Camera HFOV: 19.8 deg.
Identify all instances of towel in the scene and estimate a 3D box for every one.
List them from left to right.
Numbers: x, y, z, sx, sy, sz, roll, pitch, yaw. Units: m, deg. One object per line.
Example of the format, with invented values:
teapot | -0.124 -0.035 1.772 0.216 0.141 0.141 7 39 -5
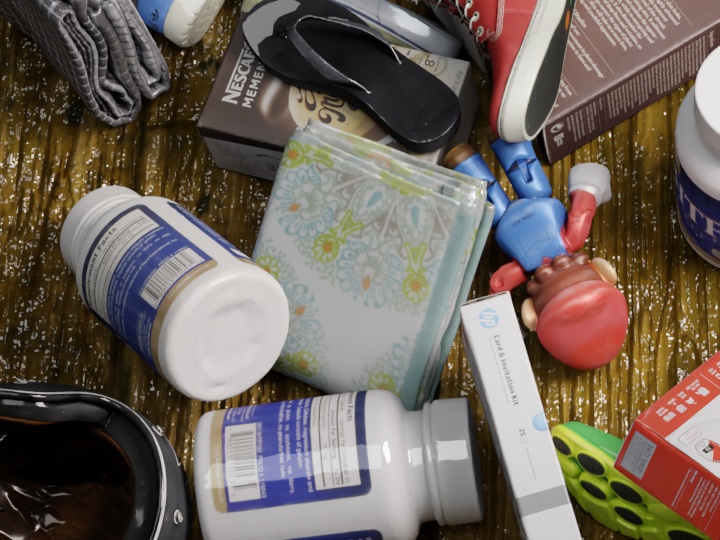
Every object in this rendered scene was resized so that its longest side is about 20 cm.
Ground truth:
towel | -0.248 -0.224 1.690 0.085 0.200 0.166 -38 65 -7
towel | 0.000 0.000 1.593 0.171 0.048 0.201 23 103 21

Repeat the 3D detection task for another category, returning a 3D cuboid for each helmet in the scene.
helmet | -0.224 0.175 1.514 0.190 0.200 0.201 17 64 -27

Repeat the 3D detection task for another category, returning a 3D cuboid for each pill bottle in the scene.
pill bottle | -0.151 0.010 1.595 0.111 0.111 0.200 -43 43 -10
pill bottle | -0.014 0.151 1.521 0.199 0.120 0.120 -7 65 6
pill bottle | 0.293 -0.088 1.538 0.119 0.200 0.120 -4 65 8

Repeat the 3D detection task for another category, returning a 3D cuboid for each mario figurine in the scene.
mario figurine | 0.142 -0.013 1.599 0.106 0.123 0.201 -14 71 -40

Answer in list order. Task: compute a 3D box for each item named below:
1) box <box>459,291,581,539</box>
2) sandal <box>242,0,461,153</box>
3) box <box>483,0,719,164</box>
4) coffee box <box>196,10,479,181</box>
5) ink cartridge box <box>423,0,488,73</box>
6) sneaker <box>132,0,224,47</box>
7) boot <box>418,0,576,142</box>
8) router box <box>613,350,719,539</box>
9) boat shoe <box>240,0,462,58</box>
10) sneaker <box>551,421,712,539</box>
box | 0.116 0.127 1.476 0.041 0.156 0.201 -17 78 1
sandal | -0.005 -0.166 1.621 0.200 0.043 0.076 30 72 20
box | 0.207 -0.185 1.667 0.200 0.075 0.100 -31 65 -3
coffee box | -0.017 -0.125 1.673 0.199 0.080 0.113 14 70 15
ink cartridge box | 0.101 -0.286 1.721 0.145 0.084 0.200 -35 65 -5
sneaker | -0.138 -0.298 1.771 0.111 0.077 0.200 33 82 11
boot | 0.087 -0.189 1.598 0.144 0.073 0.201 7 60 13
router box | 0.306 0.133 1.463 0.179 0.049 0.200 35 38 21
boat shoe | -0.009 -0.205 1.724 0.199 0.072 0.062 26 97 23
sneaker | 0.235 0.156 1.522 0.199 0.074 0.084 19 47 19
